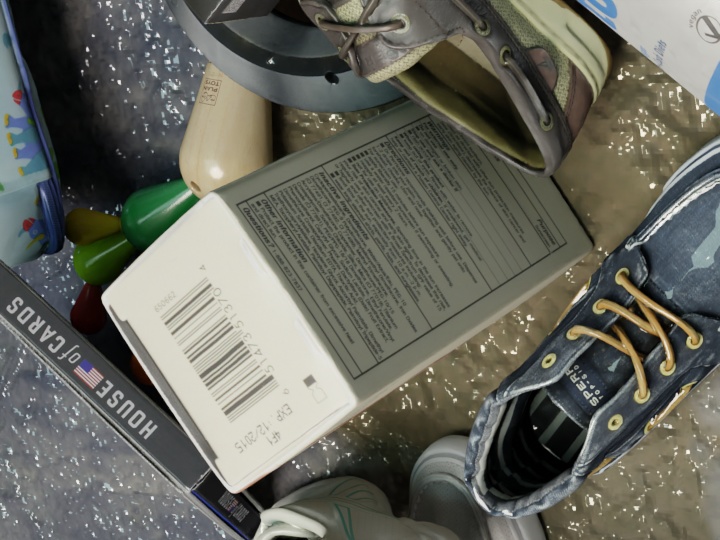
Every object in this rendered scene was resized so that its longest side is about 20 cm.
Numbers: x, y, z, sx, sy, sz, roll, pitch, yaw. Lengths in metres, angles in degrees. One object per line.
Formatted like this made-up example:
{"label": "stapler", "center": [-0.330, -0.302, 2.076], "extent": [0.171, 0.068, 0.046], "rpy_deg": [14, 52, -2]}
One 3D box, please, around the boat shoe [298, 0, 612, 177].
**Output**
{"label": "boat shoe", "center": [0.019, -0.105, 0.767], "extent": [0.200, 0.065, 0.073], "rpy_deg": [29, 152, -24]}

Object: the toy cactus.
{"label": "toy cactus", "center": [-0.079, -0.018, 0.927], "extent": [0.200, 0.102, 0.166], "rpy_deg": [16, 99, 55]}

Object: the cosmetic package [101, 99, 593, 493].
{"label": "cosmetic package", "center": [0.000, 0.000, 0.813], "extent": [0.087, 0.200, 0.103], "rpy_deg": [-39, 83, 39]}

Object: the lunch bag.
{"label": "lunch bag", "center": [-0.222, -0.096, 0.972], "extent": [0.161, 0.082, 0.200], "rpy_deg": [7, 116, 63]}

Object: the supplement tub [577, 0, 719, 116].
{"label": "supplement tub", "center": [0.119, -0.154, 0.714], "extent": [0.200, 0.132, 0.132], "rpy_deg": [41, 126, 15]}

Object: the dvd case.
{"label": "dvd case", "center": [-0.116, 0.068, 0.942], "extent": [0.150, 0.200, 0.025], "rpy_deg": [41, 81, 12]}

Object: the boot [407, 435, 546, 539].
{"label": "boot", "center": [0.043, 0.187, 0.921], "extent": [0.073, 0.096, 0.201], "rpy_deg": [0, 108, 34]}

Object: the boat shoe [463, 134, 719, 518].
{"label": "boat shoe", "center": [0.119, 0.029, 0.810], "extent": [0.071, 0.091, 0.200], "rpy_deg": [41, 126, 14]}

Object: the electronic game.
{"label": "electronic game", "center": [-0.017, -0.170, 0.856], "extent": [0.200, 0.042, 0.201], "rpy_deg": [7, 105, 29]}

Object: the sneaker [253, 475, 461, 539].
{"label": "sneaker", "center": [-0.021, 0.131, 0.913], "extent": [0.200, 0.080, 0.071], "rpy_deg": [177, 105, -70]}

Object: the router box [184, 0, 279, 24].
{"label": "router box", "center": [-0.046, -0.229, 0.805], "extent": [0.157, 0.052, 0.200], "rpy_deg": [49, 120, 13]}
